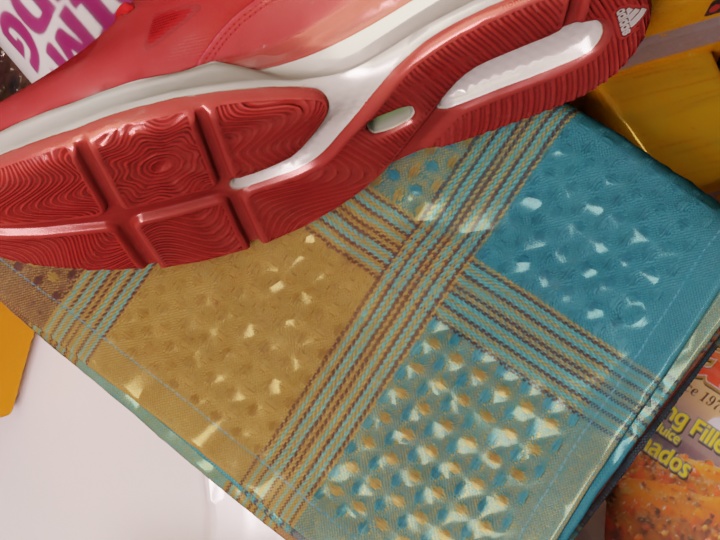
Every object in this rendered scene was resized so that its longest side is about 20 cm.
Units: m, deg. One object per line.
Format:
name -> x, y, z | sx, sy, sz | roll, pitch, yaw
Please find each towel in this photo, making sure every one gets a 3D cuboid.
towel -> 0.000, 0.000, 0.714 | 0.200, 0.022, 0.147 | 35, 85, 24

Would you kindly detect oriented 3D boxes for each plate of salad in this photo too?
plate of salad -> -0.085, 0.064, 0.828 | 0.199, 0.048, 0.202 | 9, 104, 39

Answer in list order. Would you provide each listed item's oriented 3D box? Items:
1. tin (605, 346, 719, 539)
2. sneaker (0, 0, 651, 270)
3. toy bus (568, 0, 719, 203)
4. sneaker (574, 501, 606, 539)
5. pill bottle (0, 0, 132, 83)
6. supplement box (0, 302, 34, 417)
tin -> 0.091, 0.063, 0.765 | 0.200, 0.042, 0.112 | 35, 101, 37
sneaker -> -0.028, -0.079, 0.707 | 0.199, 0.078, 0.116 | -17, 60, -1
toy bus -> 0.057, -0.103, 0.764 | 0.201, 0.065, 0.078 | 61, 150, 24
sneaker -> -0.025, 0.121, 0.728 | 0.115, 0.081, 0.200 | 37, 106, -6
pill bottle -> -0.050, -0.080, 0.824 | 0.113, 0.113, 0.200 | -47, 68, 11
supplement box -> -0.211, -0.021, 0.806 | 0.200, 0.126, 0.074 | 37, 122, 31
